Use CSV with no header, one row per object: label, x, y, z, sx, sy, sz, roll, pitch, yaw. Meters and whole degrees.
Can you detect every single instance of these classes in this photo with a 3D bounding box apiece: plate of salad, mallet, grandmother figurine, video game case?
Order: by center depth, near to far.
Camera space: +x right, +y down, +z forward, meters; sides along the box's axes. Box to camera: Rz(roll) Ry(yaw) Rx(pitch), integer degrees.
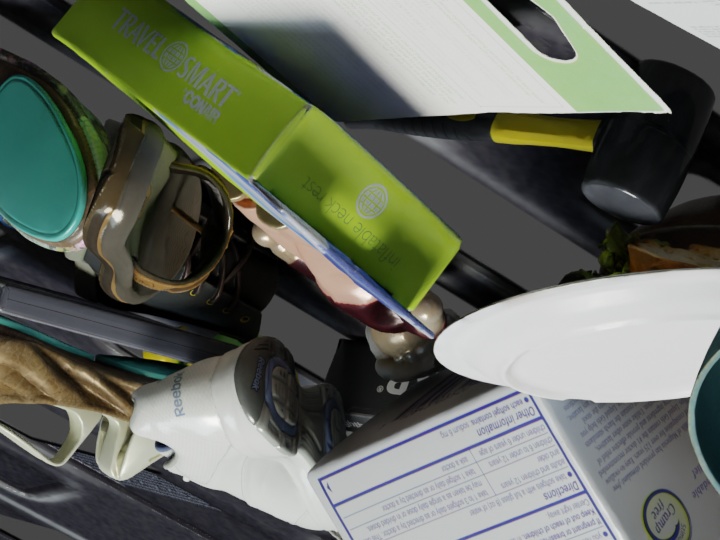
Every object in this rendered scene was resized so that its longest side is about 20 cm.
mallet,0.064,-0.054,1.246,0.199,0.066,0.041,0,152,42
plate of salad,0.131,0.019,1.270,0.199,0.048,0.200,-4,164,-1
grandmother figurine,0.000,0.000,1.449,0.121,0.061,0.200,39,175,36
video game case,-0.163,0.023,1.576,0.142,0.019,0.200,16,179,-25

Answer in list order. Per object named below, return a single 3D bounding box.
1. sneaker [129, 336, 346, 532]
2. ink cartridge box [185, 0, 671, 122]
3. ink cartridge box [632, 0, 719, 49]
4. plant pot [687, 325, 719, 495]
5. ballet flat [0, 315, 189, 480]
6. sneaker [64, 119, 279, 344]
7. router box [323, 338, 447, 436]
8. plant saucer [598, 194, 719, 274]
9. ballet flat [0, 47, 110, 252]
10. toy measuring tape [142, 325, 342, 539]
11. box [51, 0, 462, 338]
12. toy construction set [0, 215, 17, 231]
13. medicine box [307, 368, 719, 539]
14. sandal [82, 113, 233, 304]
sneaker,-0.059,0.090,1.527,0.087,0.075,0.200,-8,152,15
ink cartridge box,0.019,-0.117,1.163,0.199,0.048,0.145,-1,149,43
ink cartridge box,0.218,-0.096,1.067,0.162,0.057,0.200,1,171,39
plant pot,0.245,0.027,1.137,0.199,0.135,0.200,15,145,11
ballet flat,-0.147,0.074,1.550,0.199,0.073,0.068,17,-179,-36
sneaker,-0.091,-0.019,1.471,0.106,0.075,0.200,17,168,1
router box,0.094,0.104,1.603,0.199,0.051,0.149,6,152,32
plant saucer,0.211,0.017,1.326,0.199,0.035,0.200,18,157,8
ballet flat,-0.168,-0.071,1.368,0.200,0.069,0.071,37,-168,35
toy measuring tape,-0.041,0.092,1.643,0.200,0.074,0.074,36,160,9
box,-0.041,-0.055,1.248,0.122,0.048,0.200,39,179,-43
toy construction set,-0.277,-0.049,1.542,0.199,0.092,0.131,-14,141,38
medicine box,0.103,0.141,1.456,0.182,0.103,0.200,-27,96,46
sandal,-0.086,-0.026,1.306,0.054,0.082,0.200,16,170,3
